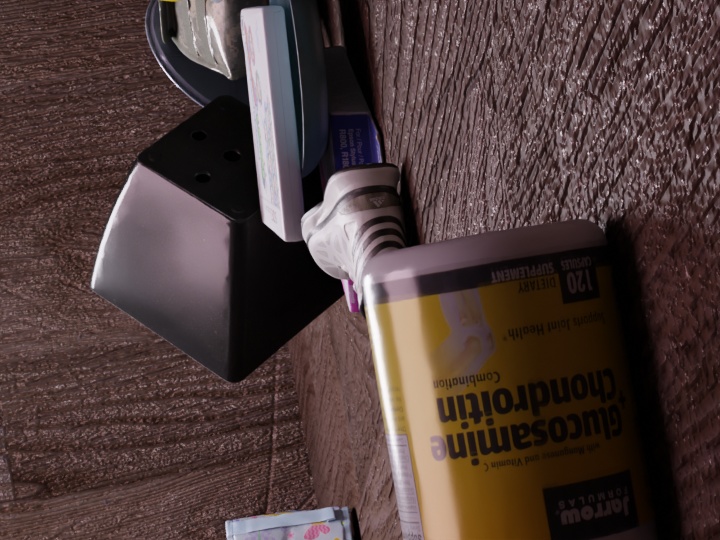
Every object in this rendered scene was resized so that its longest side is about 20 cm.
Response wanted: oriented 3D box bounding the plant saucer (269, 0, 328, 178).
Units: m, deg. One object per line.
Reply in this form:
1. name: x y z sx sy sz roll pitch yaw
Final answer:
1. plant saucer: -0.052 -0.179 1.861 0.200 0.027 0.200 173 90 -83

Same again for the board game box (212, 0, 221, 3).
1. board game box: -0.139 -0.308 1.726 0.199 0.200 0.043 -13 48 57

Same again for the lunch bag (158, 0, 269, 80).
1. lunch bag: -0.138 -0.293 2.098 0.200 0.117 0.164 31 128 52

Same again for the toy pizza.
1. toy pizza: -0.136 -0.219 2.234 0.032 0.200 0.200 -50 41 39

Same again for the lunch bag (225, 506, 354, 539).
1. lunch bag: -0.086 0.383 2.846 0.200 0.169 0.127 81 179 -47

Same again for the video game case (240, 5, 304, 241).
1. video game case: -0.078 -0.133 1.903 0.182 0.024 0.200 -142 46 -79

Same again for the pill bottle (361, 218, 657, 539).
1. pill bottle: 0.069 0.083 0.950 0.112 0.112 0.200 160 100 -85

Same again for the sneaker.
1. sneaker: 0.000 0.000 1.728 0.201 0.076 0.116 108 154 -71

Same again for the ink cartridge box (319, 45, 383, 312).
1. ink cartridge box: -0.008 -0.070 1.895 0.200 0.043 0.197 -106 9 -62

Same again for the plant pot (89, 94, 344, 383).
1. plant pot: -0.130 -0.049 2.110 0.200 0.199 0.178 31 140 24
